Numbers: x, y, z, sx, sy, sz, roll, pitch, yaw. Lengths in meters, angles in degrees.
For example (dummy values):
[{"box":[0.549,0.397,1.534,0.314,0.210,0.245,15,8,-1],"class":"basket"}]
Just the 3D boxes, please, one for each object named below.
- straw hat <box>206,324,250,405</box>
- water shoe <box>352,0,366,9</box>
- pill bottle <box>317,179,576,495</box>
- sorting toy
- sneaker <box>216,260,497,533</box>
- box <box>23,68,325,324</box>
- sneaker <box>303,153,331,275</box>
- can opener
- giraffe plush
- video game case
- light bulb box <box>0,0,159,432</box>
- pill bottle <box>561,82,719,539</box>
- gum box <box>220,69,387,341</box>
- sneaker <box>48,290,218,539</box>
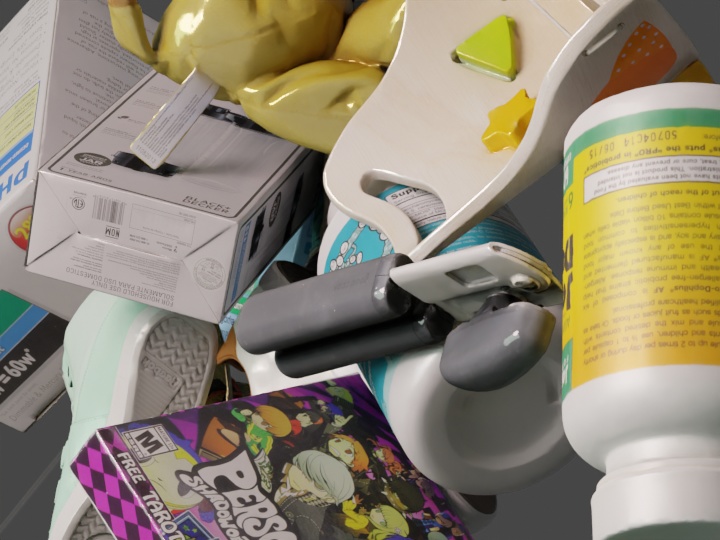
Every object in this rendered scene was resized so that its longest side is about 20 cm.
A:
[{"box":[-0.067,0.110,1.705,0.201,0.085,0.201,-174,90,-72],"class":"straw hat"},{"box":[-0.033,-0.222,1.809,0.072,0.079,0.200,-56,33,35],"class":"water shoe"},{"box":[0.044,0.018,1.512,0.111,0.111,0.200,-65,29,22],"class":"pill bottle"},{"box":[0.062,-0.080,1.457,0.180,0.107,0.200,-44,32,4],"class":"sorting toy"},{"box":[-0.005,0.087,1.569,0.085,0.073,0.200,-52,53,14],"class":"sneaker"},{"box":[-0.094,-0.046,1.623,0.200,0.116,0.060,-56,-21,-65],"class":"box"},{"box":[0.000,0.000,1.673,0.080,0.077,0.200,136,148,-76],"class":"sneaker"},{"box":[0.015,0.030,1.390,0.200,0.053,0.067,-17,50,46],"class":"can opener"},{"box":[-0.040,-0.143,1.611,0.200,0.173,0.162,-33,12,9],"class":"giraffe plush"},{"box":[-0.018,0.146,1.418,0.200,0.181,0.036,55,130,24],"class":"video game case"},{"box":[-0.201,-0.044,1.859,0.198,0.125,0.200,-42,32,34],"class":"light bulb box"},{"box":[0.145,0.028,1.308,0.113,0.113,0.200,-32,51,54],"class":"pill bottle"},{"box":[-0.050,-0.048,1.798,0.170,0.044,0.200,15,92,63],"class":"gum box"},{"box":[-0.140,0.102,1.669,0.118,0.074,0.201,33,106,64],"class":"sneaker"}]
